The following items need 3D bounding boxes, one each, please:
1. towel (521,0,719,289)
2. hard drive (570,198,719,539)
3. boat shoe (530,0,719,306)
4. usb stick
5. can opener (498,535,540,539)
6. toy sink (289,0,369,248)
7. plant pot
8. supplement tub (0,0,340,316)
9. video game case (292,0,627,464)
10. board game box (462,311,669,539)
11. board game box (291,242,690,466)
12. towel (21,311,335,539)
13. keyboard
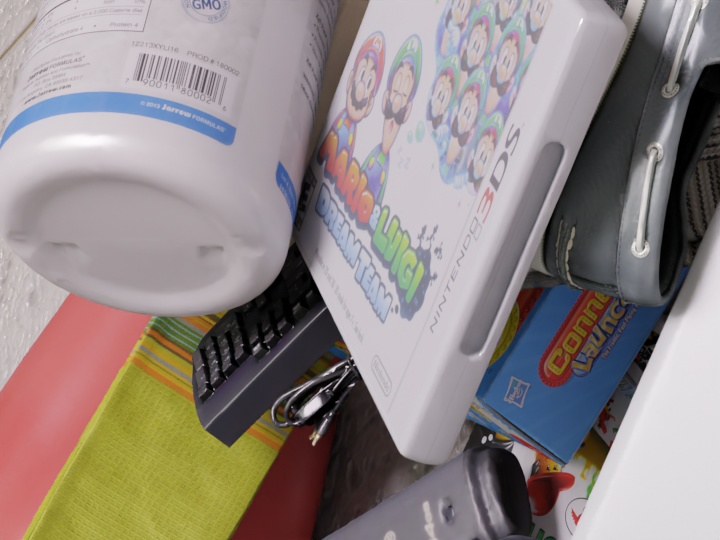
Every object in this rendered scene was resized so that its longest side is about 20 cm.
[{"bbox_3d":[0.123,-0.093,0.946,0.199,0.035,0.194,-10,64,21],"label":"towel"},{"bbox_3d":[0.166,0.056,0.868,0.131,0.026,0.201,26,98,26],"label":"hard drive"},{"bbox_3d":[0.130,-0.079,0.885,0.062,0.073,0.201,28,91,29],"label":"boat shoe"},{"bbox_3d":[-0.007,0.138,1.032,0.200,0.033,0.056,-34,47,32],"label":"usb stick"},{"bbox_3d":[0.132,0.143,0.838,0.199,0.064,0.079,14,42,27],"label":"can opener"},{"bbox_3d":[-0.043,-0.097,1.192,0.130,0.112,0.201,8,67,33],"label":"toy sink"},{"bbox_3d":[-0.103,0.098,1.197,0.200,0.200,0.178,2,65,58],"label":"plant pot"},{"bbox_3d":[-0.079,-0.094,1.046,0.132,0.132,0.201,-32,38,47],"label":"supplement tub"},{"bbox_3d":[0.030,-0.052,0.935,0.200,0.024,0.183,-118,45,-59],"label":"video game case"},{"bbox_3d":[0.114,0.083,0.989,0.200,0.034,0.127,33,102,59],"label":"board game box"},{"bbox_3d":[0.071,-0.036,1.046,0.201,0.056,0.196,-58,31,-7],"label":"board game box"},{"bbox_3d":[-0.086,0.085,1.104,0.201,0.086,0.018,-61,-5,-23],"label":"towel"},{"bbox_3d":[0.000,0.000,1.033,0.200,0.021,0.127,-46,32,13],"label":"keyboard"}]
